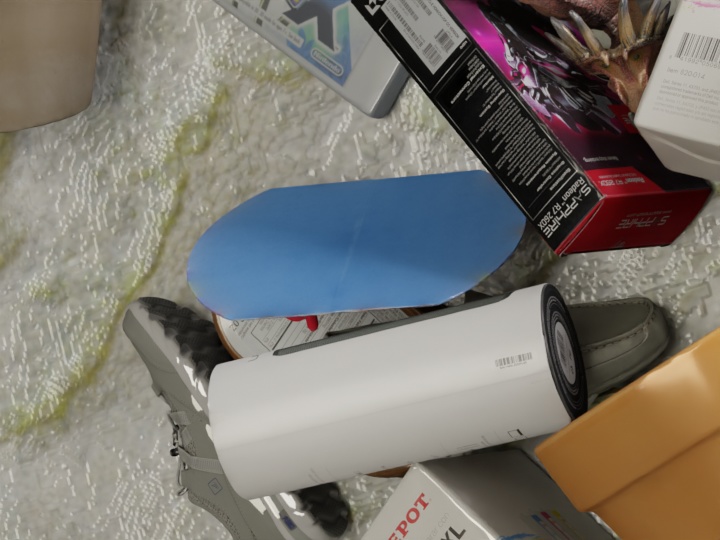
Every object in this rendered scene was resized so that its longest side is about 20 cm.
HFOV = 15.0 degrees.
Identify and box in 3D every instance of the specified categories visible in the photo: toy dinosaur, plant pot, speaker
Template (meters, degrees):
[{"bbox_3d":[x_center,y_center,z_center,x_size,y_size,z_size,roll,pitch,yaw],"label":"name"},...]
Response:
[{"bbox_3d":[0.109,-0.167,1.529,0.200,0.136,0.086,27,131,-9],"label":"toy dinosaur"},{"bbox_3d":[-0.242,-0.180,1.735,0.200,0.200,0.174,1,106,31],"label":"plant pot"},{"bbox_3d":[0.019,0.069,1.508,0.200,0.081,0.081,-14,82,17],"label":"speaker"},{"bbox_3d":[0.209,0.095,1.392,0.200,0.200,0.140,-36,83,25],"label":"plant pot"}]

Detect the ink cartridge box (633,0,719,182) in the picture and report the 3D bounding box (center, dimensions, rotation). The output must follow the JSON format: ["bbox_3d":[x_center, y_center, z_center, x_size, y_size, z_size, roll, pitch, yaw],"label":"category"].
[{"bbox_3d":[0.240,-0.144,1.480,0.117,0.067,0.200,16,77,30],"label":"ink cartridge box"}]

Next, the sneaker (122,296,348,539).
[{"bbox_3d":[-0.096,0.104,1.691,0.082,0.075,0.200,-42,70,21],"label":"sneaker"}]

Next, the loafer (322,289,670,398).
[{"bbox_3d":[0.075,0.044,1.565,0.200,0.070,0.070,-14,113,6],"label":"loafer"}]

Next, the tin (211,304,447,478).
[{"bbox_3d":[-0.012,0.043,1.666,0.200,0.042,0.112,42,114,24],"label":"tin"}]

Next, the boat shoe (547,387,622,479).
[{"bbox_3d":[0.187,0.146,1.514,0.066,0.074,0.200,-40,53,-18],"label":"boat shoe"}]

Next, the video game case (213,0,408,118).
[{"bbox_3d":[-0.017,-0.222,1.681,0.200,0.022,0.183,38,108,26],"label":"video game case"}]

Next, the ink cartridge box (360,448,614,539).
[{"bbox_3d":[0.077,0.199,1.557,0.200,0.125,0.129,42,110,24],"label":"ink cartridge box"}]

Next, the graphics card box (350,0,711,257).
[{"bbox_3d":[0.097,-0.098,1.550,0.200,0.125,0.051,52,120,22],"label":"graphics card box"}]

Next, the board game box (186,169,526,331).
[{"bbox_3d":[0.000,0.000,1.593,0.199,0.158,0.039,-5,119,13],"label":"board game box"}]
